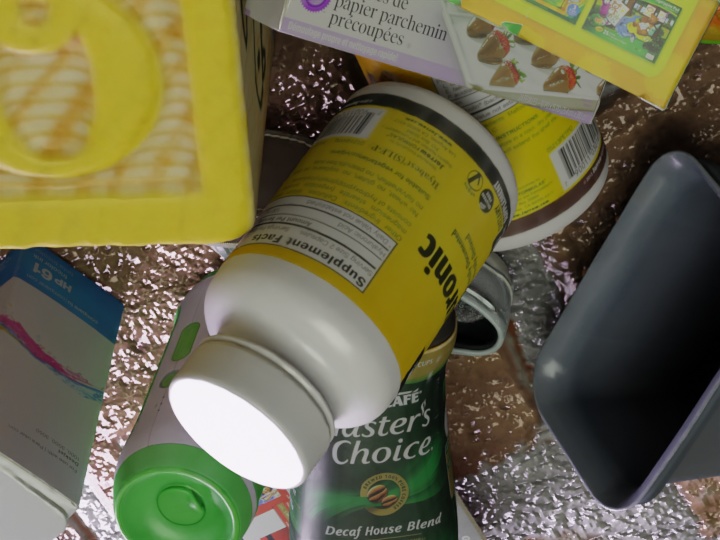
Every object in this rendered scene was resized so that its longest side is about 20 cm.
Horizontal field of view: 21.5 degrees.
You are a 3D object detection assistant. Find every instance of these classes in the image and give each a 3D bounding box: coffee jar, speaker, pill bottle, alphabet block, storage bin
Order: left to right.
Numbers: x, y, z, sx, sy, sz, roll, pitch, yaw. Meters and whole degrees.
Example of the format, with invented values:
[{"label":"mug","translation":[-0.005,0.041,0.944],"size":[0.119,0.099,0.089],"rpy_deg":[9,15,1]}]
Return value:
[{"label":"alphabet block","translation":[-0.149,-0.143,0.974],"size":[0.194,0.201,0.197],"rpy_deg":[-3,125,3]},{"label":"speaker","translation":[-0.086,0.082,1.119],"size":[0.087,0.201,0.089],"rpy_deg":[4,124,7]},{"label":"pill bottle","translation":[-0.011,0.008,0.966],"size":[0.111,0.201,0.112],"rpy_deg":[26,149,17]},{"label":"coffee jar","translation":[0.005,0.081,1.100],"size":[0.103,0.086,0.202],"rpy_deg":[-4,119,-3]},{"label":"pill bottle","translation":[0.057,-0.117,1.042],"size":[0.108,0.110,0.201],"rpy_deg":[-19,121,13]},{"label":"storage bin","translation":[0.212,0.034,1.138],"size":[0.133,0.146,0.201],"rpy_deg":[3,129,-35]}]

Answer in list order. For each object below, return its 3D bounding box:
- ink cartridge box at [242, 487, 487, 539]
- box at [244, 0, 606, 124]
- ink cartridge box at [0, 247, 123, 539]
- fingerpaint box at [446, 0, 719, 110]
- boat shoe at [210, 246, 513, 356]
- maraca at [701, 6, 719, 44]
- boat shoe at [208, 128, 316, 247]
[{"label":"ink cartridge box","translation":[-0.010,0.163,1.247],"size":[0.174,0.084,0.201],"rpy_deg":[-24,121,14]},{"label":"box","translation":[0.038,-0.116,0.939],"size":[0.199,0.041,0.039],"rpy_deg":[12,101,-35]},{"label":"ink cartridge box","translation":[-0.227,0.097,1.136],"size":[0.084,0.201,0.144],"rpy_deg":[37,117,-22]},{"label":"fingerpaint box","translation":[0.094,-0.200,0.904],"size":[0.198,0.073,0.168],"rpy_deg":[25,109,0]},{"label":"boat shoe","translation":[0.000,0.001,1.145],"size":[0.199,0.072,0.070],"rpy_deg":[17,123,-10]},{"label":"maraca","translation":[0.159,-0.189,1.000],"size":[0.198,0.107,0.138],"rpy_deg":[15,123,22]},{"label":"boat shoe","translation":[-0.104,-0.056,1.102],"size":[0.198,0.073,0.060],"rpy_deg":[1,166,4]}]
